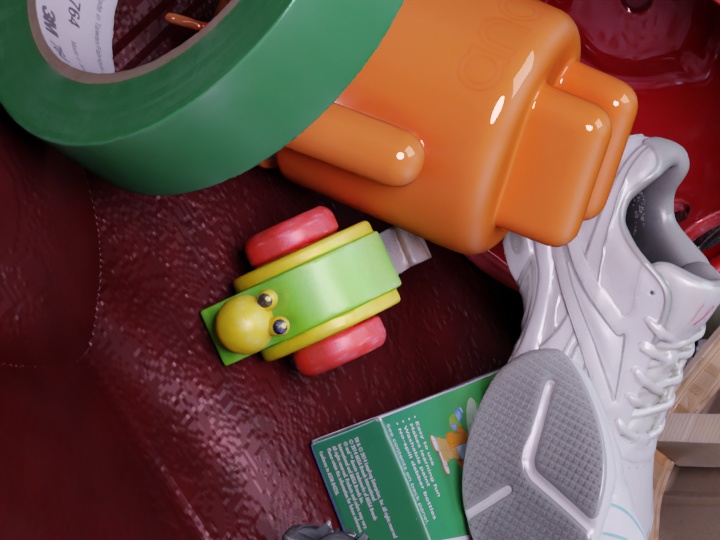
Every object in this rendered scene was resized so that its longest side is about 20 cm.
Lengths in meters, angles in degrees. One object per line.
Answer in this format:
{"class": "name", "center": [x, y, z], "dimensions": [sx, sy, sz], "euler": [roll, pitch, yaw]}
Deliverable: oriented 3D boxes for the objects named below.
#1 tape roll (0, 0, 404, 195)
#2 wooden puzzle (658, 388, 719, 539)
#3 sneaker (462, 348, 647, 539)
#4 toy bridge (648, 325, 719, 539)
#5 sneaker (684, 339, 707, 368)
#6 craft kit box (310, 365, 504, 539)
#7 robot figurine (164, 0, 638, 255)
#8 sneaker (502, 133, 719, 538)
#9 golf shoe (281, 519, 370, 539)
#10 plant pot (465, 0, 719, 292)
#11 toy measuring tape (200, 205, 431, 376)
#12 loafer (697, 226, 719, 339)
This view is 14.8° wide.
{"class": "tape roll", "center": [-0.062, -0.129, 1.087], "dimensions": [0.048, 0.200, 0.201], "euler": [34, 44, -41]}
{"class": "wooden puzzle", "center": [0.220, 0.054, 1.312], "dimensions": [0.037, 0.185, 0.201], "euler": [31, 74, -20]}
{"class": "sneaker", "center": [0.097, 0.134, 1.216], "dimensions": [0.080, 0.070, 0.201], "euler": [5, 72, -64]}
{"class": "toy bridge", "center": [0.162, 0.079, 1.308], "dimensions": [0.027, 0.067, 0.201], "euler": [35, 70, -26]}
{"class": "sneaker", "center": [0.168, 0.060, 1.428], "dimensions": [0.200, 0.080, 0.072], "euler": [31, 46, -44]}
{"class": "craft kit box", "center": [0.077, 0.146, 1.272], "dimensions": [0.197, 0.048, 0.201], "euler": [-17, 85, -61]}
{"class": "robot figurine", "center": [0.018, -0.080, 1.211], "dimensions": [0.144, 0.199, 0.117], "euler": [-60, 165, -25]}
{"class": "sneaker", "center": [0.119, 0.032, 1.255], "dimensions": [0.078, 0.099, 0.201], "euler": [-5, 90, -52]}
{"class": "golf shoe", "center": [0.017, 0.197, 1.119], "dimensions": [0.200, 0.078, 0.095], "euler": [48, 70, -11]}
{"class": "plant pot", "center": [0.128, -0.106, 1.375], "dimensions": [0.201, 0.200, 0.183], "euler": [54, 24, -19]}
{"class": "toy measuring tape", "center": [0.000, 0.000, 1.223], "dimensions": [0.200, 0.073, 0.074], "euler": [-25, 91, -59]}
{"class": "loafer", "center": [0.224, 0.000, 1.558], "dimensions": [0.068, 0.076, 0.200], "euler": [49, 26, 2]}
